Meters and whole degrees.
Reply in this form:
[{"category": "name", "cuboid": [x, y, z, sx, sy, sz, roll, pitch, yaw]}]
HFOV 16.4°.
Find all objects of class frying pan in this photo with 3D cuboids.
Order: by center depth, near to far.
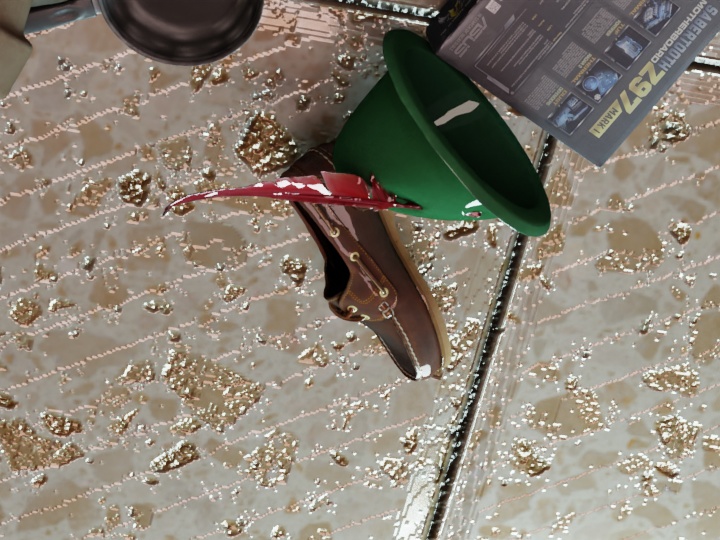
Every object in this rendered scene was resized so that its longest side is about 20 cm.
[{"category": "frying pan", "cuboid": [-0.152, -0.175, 1.704, 0.190, 0.031, 0.115, -28, 118, 23]}]

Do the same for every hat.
[{"category": "hat", "cuboid": [0.004, -0.055, 1.725, 0.176, 0.166, 0.200, -38, 109, 19]}]

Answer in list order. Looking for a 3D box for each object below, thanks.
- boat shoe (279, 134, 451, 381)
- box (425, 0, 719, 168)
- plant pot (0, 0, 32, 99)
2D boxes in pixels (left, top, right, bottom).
[{"category": "boat shoe", "cuboid": [0.000, 0.000, 1.793, 0.070, 0.070, 0.200, -36, 114, -23]}, {"category": "box", "cuboid": [0.167, -0.191, 1.728, 0.158, 0.051, 0.200, 32, 109, -22]}, {"category": "plant pot", "cuboid": [-0.265, -0.231, 1.580, 0.200, 0.200, 0.175, 32, 94, -23]}]
